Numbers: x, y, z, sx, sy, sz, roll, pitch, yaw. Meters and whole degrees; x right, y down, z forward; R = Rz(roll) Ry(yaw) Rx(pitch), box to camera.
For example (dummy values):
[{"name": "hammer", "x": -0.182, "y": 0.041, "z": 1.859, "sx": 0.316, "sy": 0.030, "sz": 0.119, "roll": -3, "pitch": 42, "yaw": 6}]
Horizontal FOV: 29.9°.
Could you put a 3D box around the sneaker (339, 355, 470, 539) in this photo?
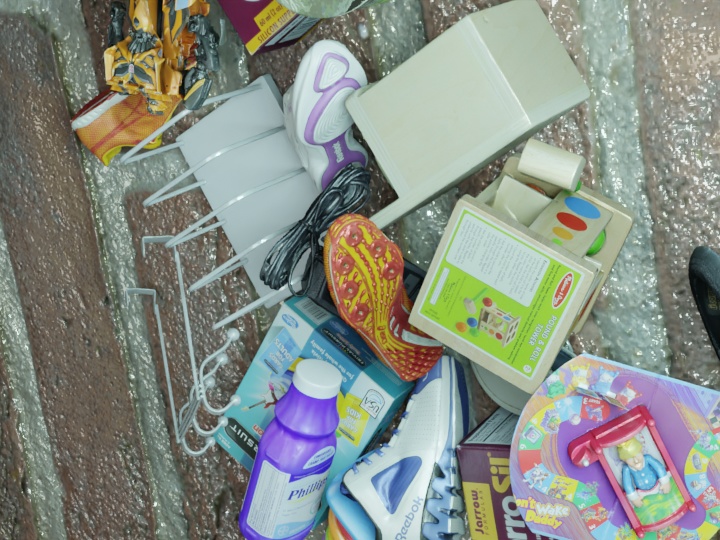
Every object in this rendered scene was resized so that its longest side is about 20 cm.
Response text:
[{"name": "sneaker", "x": 0.039, "y": 0.176, "z": 1.263, "sx": 0.114, "sy": 0.081, "sz": 0.202, "roll": 0, "pitch": 74, "yaw": 15}]

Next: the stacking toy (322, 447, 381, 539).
[{"name": "stacking toy", "x": 0.002, "y": 0.281, "z": 1.390, "sx": 0.110, "sy": 0.115, "sz": 0.201, "roll": 50, "pitch": 140, "yaw": 19}]

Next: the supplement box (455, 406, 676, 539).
[{"name": "supplement box", "x": 0.201, "y": 0.201, "z": 1.218, "sx": 0.198, "sy": 0.103, "sz": 0.132, "roll": -2, "pitch": 106, "yaw": 34}]

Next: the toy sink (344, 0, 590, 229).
[{"name": "toy sink", "x": 0.073, "y": -0.136, "z": 1.167, "sx": 0.199, "sy": 0.130, "sz": 0.113, "roll": -33, "pitch": 88, "yaw": 37}]

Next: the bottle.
[{"name": "bottle", "x": -0.064, "y": 0.183, "z": 1.336, "sx": 0.065, "sy": 0.083, "sz": 0.202, "roll": 32, "pitch": 121, "yaw": 28}]

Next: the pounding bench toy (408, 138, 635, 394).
[{"name": "pounding bench toy", "x": 0.153, "y": -0.035, "z": 1.129, "sx": 0.123, "sy": 0.156, "sz": 0.201, "roll": 29, "pitch": 122, "yaw": 13}]

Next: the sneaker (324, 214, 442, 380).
[{"name": "sneaker", "x": 0.007, "y": 0.022, "z": 1.180, "sx": 0.077, "sy": 0.073, "sz": 0.201, "roll": 42, "pitch": 165, "yaw": 42}]

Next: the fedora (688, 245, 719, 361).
[{"name": "fedora", "x": 0.340, "y": 0.056, "z": 1.068, "sx": 0.091, "sy": 0.201, "sz": 0.202, "roll": -27, "pitch": 91, "yaw": 3}]

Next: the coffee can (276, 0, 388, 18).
[{"name": "coffee can", "x": 0.014, "y": -0.294, "z": 1.105, "sx": 0.145, "sy": 0.200, "sz": 0.148, "roll": 12, "pitch": 113, "yaw": 29}]

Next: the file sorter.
[{"name": "file sorter", "x": -0.121, "y": -0.061, "z": 1.320, "sx": 0.138, "sy": 0.124, "sz": 0.201, "roll": -29, "pitch": 91, "yaw": 37}]

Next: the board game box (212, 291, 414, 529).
[{"name": "board game box", "x": -0.053, "y": 0.146, "z": 1.397, "sx": 0.151, "sy": 0.047, "sz": 0.201, "roll": 39, "pitch": 123, "yaw": 15}]

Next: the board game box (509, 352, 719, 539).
[{"name": "board game box", "x": 0.220, "y": 0.163, "z": 1.092, "sx": 0.198, "sy": 0.039, "sz": 0.160, "roll": 16, "pitch": 102, "yaw": -5}]

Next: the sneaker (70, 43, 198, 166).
[{"name": "sneaker", "x": -0.212, "y": -0.172, "z": 1.387, "sx": 0.199, "sy": 0.073, "sz": 0.077, "roll": -24, "pitch": 115, "yaw": 40}]

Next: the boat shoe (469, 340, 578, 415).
[{"name": "boat shoe", "x": 0.170, "y": 0.095, "z": 1.208, "sx": 0.200, "sy": 0.061, "sz": 0.076, "roll": 30, "pitch": 118, "yaw": 53}]

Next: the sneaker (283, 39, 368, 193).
[{"name": "sneaker", "x": -0.044, "y": -0.149, "z": 1.228, "sx": 0.100, "sy": 0.074, "sz": 0.201, "roll": 54, "pitch": 163, "yaw": 24}]

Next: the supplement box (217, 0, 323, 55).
[{"name": "supplement box", "x": -0.096, "y": -0.316, "z": 1.238, "sx": 0.110, "sy": 0.085, "sz": 0.201, "roll": -34, "pitch": 87, "yaw": 36}]

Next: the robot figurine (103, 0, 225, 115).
[{"name": "robot figurine", "x": -0.186, "y": -0.241, "z": 1.222, "sx": 0.144, "sy": 0.058, "sz": 0.202, "roll": 15, "pitch": 105, "yaw": 36}]

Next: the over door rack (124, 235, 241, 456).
[{"name": "over door rack", "x": -0.178, "y": 0.075, "z": 1.404, "sx": 0.202, "sy": 0.066, "sz": 0.148, "roll": 67, "pitch": 155, "yaw": 18}]

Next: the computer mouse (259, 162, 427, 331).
[{"name": "computer mouse", "x": 0.000, "y": 0.000, "z": 1.262, "sx": 0.139, "sy": 0.200, "sz": 0.053, "roll": -49, "pitch": 36, "yaw": -3}]
